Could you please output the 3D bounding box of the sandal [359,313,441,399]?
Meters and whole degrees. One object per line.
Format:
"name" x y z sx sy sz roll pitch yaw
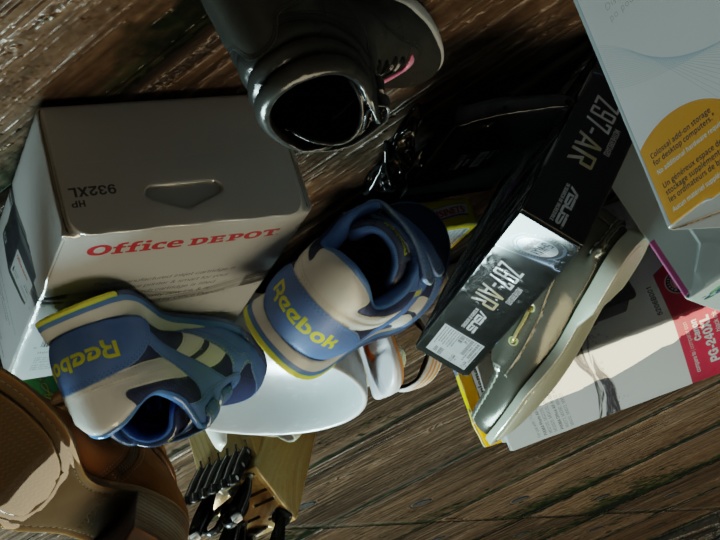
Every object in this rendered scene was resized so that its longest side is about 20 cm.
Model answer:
"sandal" 0.031 0.056 1.163 0.059 0.079 0.207 -16 173 -4

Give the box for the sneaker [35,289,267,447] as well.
"sneaker" -0.118 0.070 0.895 0.074 0.082 0.200 -27 160 21

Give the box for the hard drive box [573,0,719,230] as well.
"hard drive box" 0.179 -0.142 0.686 0.077 0.200 0.156 -3 154 -34

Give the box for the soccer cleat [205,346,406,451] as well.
"soccer cleat" -0.048 0.108 1.290 0.200 0.078 0.069 -9 157 -24

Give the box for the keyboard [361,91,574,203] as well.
"keyboard" 0.060 -0.086 0.955 0.104 0.040 0.200 -10 169 -12

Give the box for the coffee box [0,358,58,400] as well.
"coffee box" -0.263 0.095 1.016 0.200 0.123 0.044 -11 157 -24

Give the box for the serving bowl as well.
"serving bowl" -0.092 0.062 1.119 0.200 0.066 0.200 4 156 2

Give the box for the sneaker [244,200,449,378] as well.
"sneaker" 0.012 -0.003 0.910 0.082 0.074 0.200 -49 174 33

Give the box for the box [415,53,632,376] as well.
"box" 0.114 -0.039 0.972 0.043 0.160 0.200 31 148 -1

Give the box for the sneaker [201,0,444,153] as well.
"sneaker" -0.008 -0.100 0.775 0.071 0.099 0.200 -31 157 25

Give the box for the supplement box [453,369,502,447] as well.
"supplement box" 0.182 0.068 1.342 0.200 0.109 0.110 -20 159 4

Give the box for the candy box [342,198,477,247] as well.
"candy box" 0.000 0.000 1.114 0.102 0.026 0.200 -10 163 -26

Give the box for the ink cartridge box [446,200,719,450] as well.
"ink cartridge box" 0.181 0.036 1.185 0.200 0.145 0.083 -21 133 6

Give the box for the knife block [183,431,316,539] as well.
"knife block" -0.090 0.204 1.358 0.064 0.176 0.200 -25 159 20

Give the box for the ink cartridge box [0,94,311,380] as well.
"ink cartridge box" -0.135 -0.018 0.894 0.145 0.084 0.200 -7 157 -26

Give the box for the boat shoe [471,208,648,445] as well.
"boat shoe" 0.130 0.039 1.067 0.072 0.060 0.202 -27 152 -56

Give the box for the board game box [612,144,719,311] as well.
"board game box" 0.259 -0.039 1.079 0.064 0.148 0.200 -40 152 23

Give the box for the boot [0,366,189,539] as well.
"boot" -0.180 0.099 0.909 0.200 0.155 0.077 39 100 -21
